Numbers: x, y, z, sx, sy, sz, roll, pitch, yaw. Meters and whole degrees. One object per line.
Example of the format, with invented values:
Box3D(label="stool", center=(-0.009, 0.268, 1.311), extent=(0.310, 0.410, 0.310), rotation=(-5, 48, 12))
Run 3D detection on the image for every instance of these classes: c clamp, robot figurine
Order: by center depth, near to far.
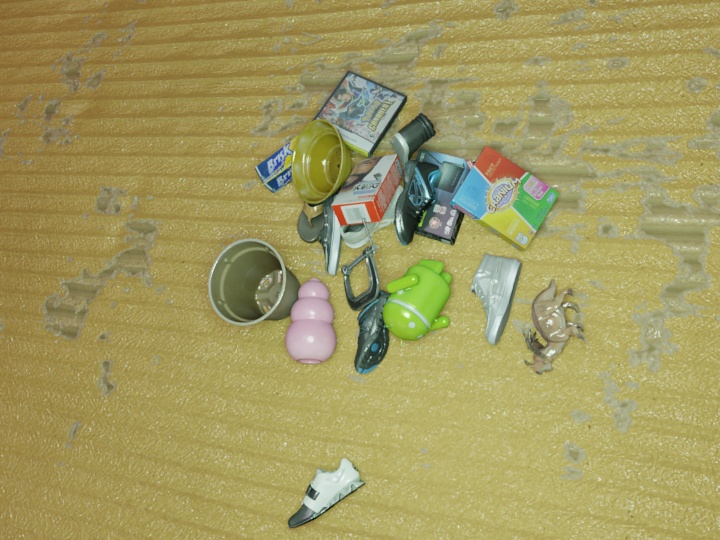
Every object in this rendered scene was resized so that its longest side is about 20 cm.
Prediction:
Box3D(label="robot figurine", center=(0.127, 0.070, 1.261), extent=(0.115, 0.176, 0.201), rotation=(12, 59, 48))
Box3D(label="c clamp", center=(0.000, 0.000, 1.313), extent=(0.027, 0.200, 0.173), rotation=(-8, 69, -29))

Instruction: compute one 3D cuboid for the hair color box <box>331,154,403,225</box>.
Box3D(label="hair color box", center=(0.021, -0.194, 1.329), extent=(0.110, 0.064, 0.201), rotation=(-4, 38, 27))

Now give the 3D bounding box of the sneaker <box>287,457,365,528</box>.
Box3D(label="sneaker", center=(-0.091, 0.505, 1.274), extent=(0.199, 0.074, 0.089), rotation=(-35, 71, -3))

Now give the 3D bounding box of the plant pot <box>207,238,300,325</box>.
Box3D(label="plant pot", center=(-0.237, 0.044, 1.356), extent=(0.197, 0.183, 0.204), rotation=(-3, 77, 15))

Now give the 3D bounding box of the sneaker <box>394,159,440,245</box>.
Box3D(label="sneaker", center=(0.129, -0.156, 1.272), extent=(0.081, 0.073, 0.203), rotation=(8, 81, 18))

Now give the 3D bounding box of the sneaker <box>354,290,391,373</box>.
Box3D(label="sneaker", center=(0.027, 0.145, 1.326), extent=(0.081, 0.073, 0.202), rotation=(18, 85, 46))

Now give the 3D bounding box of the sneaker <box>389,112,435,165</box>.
Box3D(label="sneaker", center=(0.128, -0.311, 1.324), extent=(0.099, 0.200, 0.071), rotation=(-34, 91, 1))

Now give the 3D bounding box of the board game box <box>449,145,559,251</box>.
Box3D(label="board game box", center=(0.326, -0.163, 1.270), extent=(0.199, 0.040, 0.154), rotation=(33, 85, 1))

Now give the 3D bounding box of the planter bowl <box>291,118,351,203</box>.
Box3D(label="planter bowl", center=(-0.080, -0.263, 1.373), extent=(0.199, 0.083, 0.204), rotation=(0, 90, 47))

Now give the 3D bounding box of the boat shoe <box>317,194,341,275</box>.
Box3D(label="boat shoe", center=(-0.076, -0.090, 1.388), extent=(0.056, 0.069, 0.203), rotation=(4, 83, 3))

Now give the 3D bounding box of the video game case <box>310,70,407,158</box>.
Box3D(label="video game case", center=(-0.005, -0.405, 1.429), extent=(0.179, 0.026, 0.201), rotation=(27, 71, 13))

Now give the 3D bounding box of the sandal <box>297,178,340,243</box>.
Box3D(label="sandal", center=(-0.108, -0.170, 1.431), extent=(0.081, 0.055, 0.202), rotation=(26, 87, 20))

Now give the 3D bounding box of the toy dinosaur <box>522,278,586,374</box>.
Box3D(label="toy dinosaur", center=(0.404, 0.112, 1.203), extent=(0.134, 0.086, 0.203), rotation=(-14, 69, 20))

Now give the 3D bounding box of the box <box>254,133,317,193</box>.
Box3D(label="box", center=(-0.176, -0.292, 1.470), extent=(0.199, 0.070, 0.065), rotation=(-34, 67, 7))

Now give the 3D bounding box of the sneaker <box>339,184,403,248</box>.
Box3D(label="sneaker", center=(0.031, -0.137, 1.362), extent=(0.200, 0.092, 0.076), rotation=(-45, 71, 3))

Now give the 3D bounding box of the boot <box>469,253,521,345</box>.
Box3D(label="boot", center=(0.292, 0.062, 1.259), extent=(0.094, 0.074, 0.202), rotation=(14, 74, 25))

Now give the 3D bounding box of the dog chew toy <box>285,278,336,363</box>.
Box3D(label="dog chew toy", center=(-0.115, 0.118, 1.341), extent=(0.123, 0.125, 0.203), rotation=(-3, 69, 16))

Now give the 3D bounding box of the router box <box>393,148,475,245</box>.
Box3D(label="router box", center=(0.183, -0.178, 1.340), extent=(0.148, 0.062, 0.202), rotation=(18, 84, 21))
